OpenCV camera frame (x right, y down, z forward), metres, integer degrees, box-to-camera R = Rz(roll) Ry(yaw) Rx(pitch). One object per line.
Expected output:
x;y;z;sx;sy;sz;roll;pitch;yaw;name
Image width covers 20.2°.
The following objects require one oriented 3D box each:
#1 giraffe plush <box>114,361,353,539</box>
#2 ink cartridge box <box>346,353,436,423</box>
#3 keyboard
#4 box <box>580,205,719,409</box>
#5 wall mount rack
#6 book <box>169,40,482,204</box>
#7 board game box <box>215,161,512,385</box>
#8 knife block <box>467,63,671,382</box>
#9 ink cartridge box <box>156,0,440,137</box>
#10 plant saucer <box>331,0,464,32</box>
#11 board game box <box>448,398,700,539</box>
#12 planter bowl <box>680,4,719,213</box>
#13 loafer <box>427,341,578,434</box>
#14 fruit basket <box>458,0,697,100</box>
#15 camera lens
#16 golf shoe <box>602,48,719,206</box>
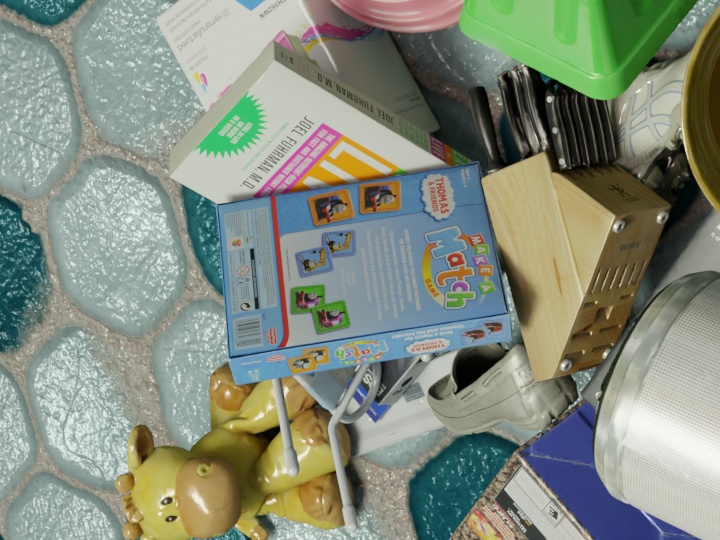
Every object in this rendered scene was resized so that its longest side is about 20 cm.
-0.126;0.175;1.730;0.200;0.162;0.173;-30;83;42;giraffe plush
0.023;0.035;1.650;0.099;0.039;0.200;47;126;15;ink cartridge box
0.048;0.108;1.682;0.200;0.011;0.056;-23;86;40;keyboard
0.297;0.069;1.405;0.200;0.124;0.197;43;124;18;box
-0.017;0.092;1.543;0.075;0.200;0.174;17;71;32;wall mount rack
-0.024;-0.078;1.523;0.200;0.048;0.134;28;126;-26;book
0.000;0.000;1.462;0.200;0.151;0.037;-10;139;2;board game box
0.129;-0.046;1.453;0.176;0.064;0.200;40;125;37;knife block
-0.050;-0.156;1.614;0.144;0.085;0.200;-32;86;39;ink cartridge box
0.031;-0.277;1.502;0.200;0.051;0.201;5;101;24;plant saucer
0.172;0.207;1.517;0.159;0.097;0.200;49;152;13;board game box
0.298;-0.115;1.337;0.200;0.083;0.201;-1;102;-7;planter bowl
0.099;0.083;1.545;0.070;0.070;0.200;54;158;-9;loafer
0.166;-0.206;1.389;0.155;0.216;0.216;30;122;27;fruit basket
0.258;0.101;1.262;0.200;0.160;0.160;24;119;28;camera lens
0.210;-0.123;1.436;0.097;0.078;0.200;48;127;22;golf shoe
